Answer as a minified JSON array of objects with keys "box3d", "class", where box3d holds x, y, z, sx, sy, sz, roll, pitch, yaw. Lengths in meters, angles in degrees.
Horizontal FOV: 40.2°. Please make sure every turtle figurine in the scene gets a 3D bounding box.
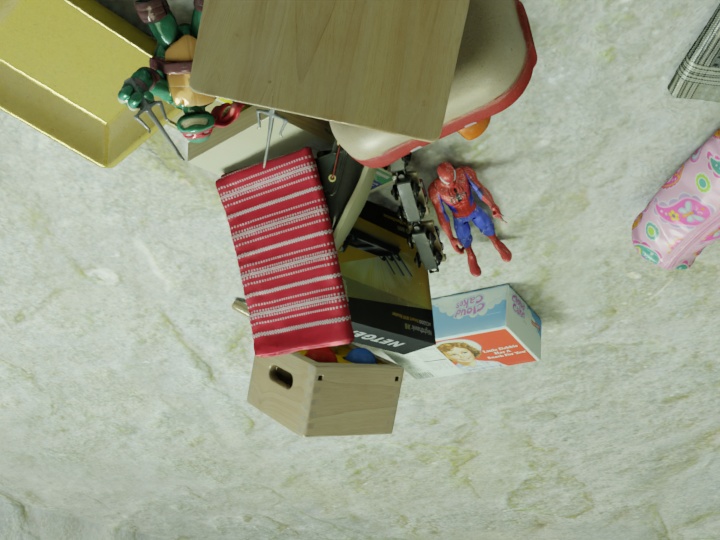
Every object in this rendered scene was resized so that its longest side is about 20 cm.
[{"box3d":[-0.150,-0.180,0.869,0.149,0.101,0.201,-19,119,-24],"class":"turtle figurine"}]

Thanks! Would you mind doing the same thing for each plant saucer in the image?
[{"box3d":[-0.281,-0.202,0.964,0.200,0.049,0.200,32,142,-29],"class":"plant saucer"}]

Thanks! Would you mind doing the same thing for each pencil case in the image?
[{"box3d":[0.363,-0.074,1.026,0.087,0.088,0.200,13,151,-11],"class":"pencil case"}]

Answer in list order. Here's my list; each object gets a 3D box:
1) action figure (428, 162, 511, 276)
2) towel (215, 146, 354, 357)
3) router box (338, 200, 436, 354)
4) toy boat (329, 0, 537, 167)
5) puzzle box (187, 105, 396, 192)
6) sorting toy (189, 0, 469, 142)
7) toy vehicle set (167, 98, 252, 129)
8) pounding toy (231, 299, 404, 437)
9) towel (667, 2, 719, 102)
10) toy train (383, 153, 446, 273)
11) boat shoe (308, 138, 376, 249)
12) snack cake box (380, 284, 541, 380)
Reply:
[{"box3d":[0.131,-0.044,1.115,0.065,0.099,0.200,-28,140,6],"class":"action figure"},{"box3d":[-0.080,-0.014,1.005,0.144,0.201,0.022,-10,-177,42],"class":"towel"},{"box3d":[0.000,0.000,1.117,0.052,0.158,0.200,-21,154,37],"class":"router box"},{"box3d":[0.072,-0.159,0.881,0.200,0.131,0.131,-22,147,25],"class":"toy boat"},{"box3d":[-0.068,-0.118,1.059,0.133,0.025,0.200,-21,152,37],"class":"puzzle box"},{"box3d":[-0.014,-0.218,0.773,0.198,0.201,0.070,12,-173,4],"class":"sorting toy"},{"box3d":[-0.116,-0.185,0.990,0.124,0.027,0.200,26,145,-30],"class":"toy vehicle set"},{"box3d":[-0.071,0.138,1.414,0.184,0.143,0.200,5,-171,-38],"class":"pounding toy"},{"box3d":[0.398,-0.194,0.860,0.199,0.035,0.193,9,150,-5],"class":"towel"},{"box3d":[0.055,-0.080,1.074,0.034,0.046,0.200,-9,126,18],"class":"toy train"},{"box3d":[-0.015,-0.102,0.990,0.063,0.074,0.202,24,108,5],"class":"boat shoe"},{"box3d":[0.140,0.090,1.379,0.200,0.067,0.115,-13,143,30],"class":"snack cake box"}]
